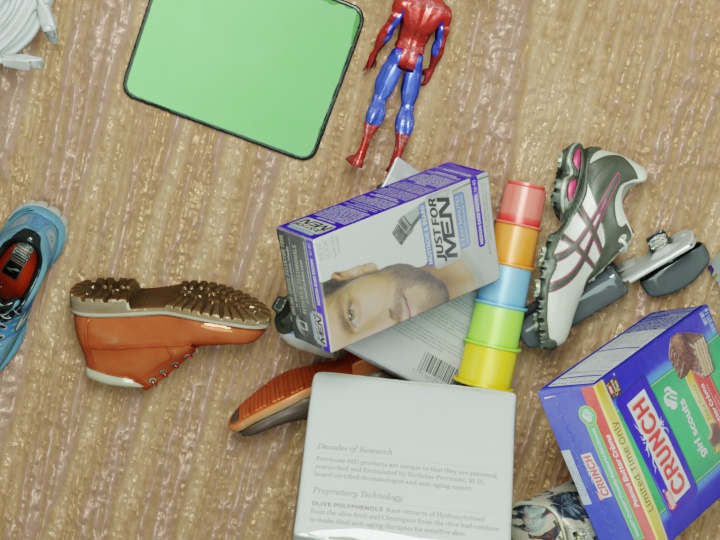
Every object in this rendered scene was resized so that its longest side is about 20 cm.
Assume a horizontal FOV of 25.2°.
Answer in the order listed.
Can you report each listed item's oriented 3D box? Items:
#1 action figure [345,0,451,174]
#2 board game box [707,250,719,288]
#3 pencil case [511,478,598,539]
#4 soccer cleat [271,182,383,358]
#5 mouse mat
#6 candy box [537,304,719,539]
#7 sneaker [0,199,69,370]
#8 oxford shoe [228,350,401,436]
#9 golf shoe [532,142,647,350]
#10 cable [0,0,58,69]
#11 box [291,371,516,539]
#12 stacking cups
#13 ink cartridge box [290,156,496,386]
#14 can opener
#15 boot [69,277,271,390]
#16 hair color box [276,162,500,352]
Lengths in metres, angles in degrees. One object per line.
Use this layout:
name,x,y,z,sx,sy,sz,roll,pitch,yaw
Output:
action figure,0.040,-0.191,1.517,0.065,0.052,0.200,17,101,-9
board game box,0.450,0.026,1.541,0.200,0.105,0.103,33,105,-7
pencil case,0.236,0.235,1.571,0.200,0.089,0.078,-14,109,-39
soccer cleat,0.000,0.000,1.573,0.086,0.070,0.200,35,103,-32
mouse mat,-0.113,-0.208,1.537,0.200,0.008,0.161,20,106,-3
candy box,0.279,0.147,1.524,0.077,0.200,0.169,-14,101,48
sneaker,-0.356,0.027,1.569,0.078,0.090,0.200,25,106,-6
oxford shoe,-0.034,0.131,1.604,0.200,0.071,0.073,-22,110,8
golf shoe,0.212,-0.019,1.522,0.088,0.077,0.200,12,89,5
cable,-0.378,-0.283,1.490,0.200,0.069,0.200,-2,106,3
box,0.038,0.223,1.536,0.200,0.171,0.199,5,147,0
stacking cups,0.142,0.015,1.539,0.060,0.061,0.200,15,92,-3
ink cartridge box,0.049,0.009,1.532,0.200,0.045,0.176,31,81,-38
can opener,0.246,0.021,1.572,0.200,0.053,0.067,-28,105,9
boot,-0.184,0.068,1.592,0.200,0.075,0.107,3,110,9
hair color box,0.028,-0.015,1.442,0.200,0.065,0.109,-22,115,-30
